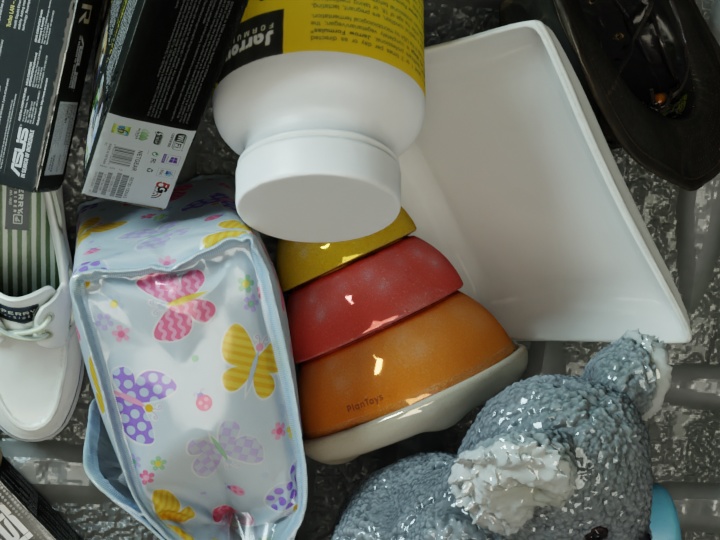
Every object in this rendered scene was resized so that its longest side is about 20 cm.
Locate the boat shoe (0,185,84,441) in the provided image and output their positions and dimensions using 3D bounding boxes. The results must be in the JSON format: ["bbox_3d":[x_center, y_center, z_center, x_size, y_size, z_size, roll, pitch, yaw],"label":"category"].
[{"bbox_3d":[-0.202,0.012,0.995,0.073,0.067,0.200,-6,107,-7],"label":"boat shoe"}]

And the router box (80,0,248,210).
[{"bbox_3d":[-0.095,-0.151,0.875,0.051,0.149,0.200,10,142,-16],"label":"router box"}]

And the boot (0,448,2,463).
[{"bbox_3d":[-0.322,0.149,1.009,0.200,0.072,0.167,14,97,-1],"label":"boot"}]

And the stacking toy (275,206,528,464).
[{"bbox_3d":[0.000,0.000,1.008,0.146,0.146,0.200,-23,91,-2],"label":"stacking toy"}]

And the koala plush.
[{"bbox_3d":[0.085,0.128,0.900,0.184,0.177,0.200,41,134,19],"label":"koala plush"}]

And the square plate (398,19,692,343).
[{"bbox_3d":[0.083,-0.047,0.973,0.028,0.200,0.198,-40,111,-29],"label":"square plate"}]

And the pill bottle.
[{"bbox_3d":[-0.022,-0.122,0.910,0.112,0.112,0.200,4,66,-10],"label":"pill bottle"}]

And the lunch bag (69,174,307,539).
[{"bbox_3d":[-0.098,0.064,0.972,0.127,0.170,0.200,-14,108,-4],"label":"lunch bag"}]

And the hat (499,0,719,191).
[{"bbox_3d":[0.133,-0.129,0.982,0.081,0.201,0.201,-21,112,37],"label":"hat"}]

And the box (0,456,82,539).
[{"bbox_3d":[-0.236,0.244,1.067,0.193,0.048,0.200,-37,108,5],"label":"box"}]

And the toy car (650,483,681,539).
[{"bbox_3d":[0.123,0.238,1.040,0.184,0.200,0.177,-6,106,-7],"label":"toy car"}]

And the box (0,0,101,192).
[{"bbox_3d":[-0.220,-0.156,0.919,0.160,0.044,0.200,13,96,8],"label":"box"}]
